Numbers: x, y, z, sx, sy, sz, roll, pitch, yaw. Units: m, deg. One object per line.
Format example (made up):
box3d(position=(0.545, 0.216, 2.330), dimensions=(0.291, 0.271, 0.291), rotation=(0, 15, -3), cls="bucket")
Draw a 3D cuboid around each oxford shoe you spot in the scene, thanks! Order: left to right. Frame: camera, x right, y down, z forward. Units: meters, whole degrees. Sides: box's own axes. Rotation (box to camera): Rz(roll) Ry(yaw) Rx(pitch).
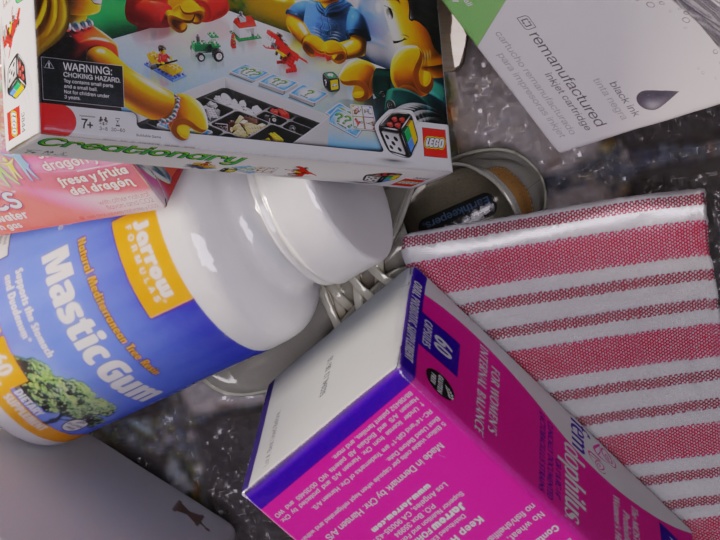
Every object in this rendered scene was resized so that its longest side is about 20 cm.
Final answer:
box3d(position=(0.000, 0.000, 0.925), dimensions=(0.199, 0.058, 0.075), rotation=(-28, 96, 9), cls="oxford shoe")

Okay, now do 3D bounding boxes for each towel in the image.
box3d(position=(0.106, 0.058, 0.909), dimensions=(0.146, 0.030, 0.201), rotation=(-8, 114, 8), cls="towel")

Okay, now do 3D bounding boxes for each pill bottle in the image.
box3d(position=(-0.089, -0.002, 0.883), dimensions=(0.199, 0.112, 0.112), rotation=(-25, 94, 23), cls="pill bottle")

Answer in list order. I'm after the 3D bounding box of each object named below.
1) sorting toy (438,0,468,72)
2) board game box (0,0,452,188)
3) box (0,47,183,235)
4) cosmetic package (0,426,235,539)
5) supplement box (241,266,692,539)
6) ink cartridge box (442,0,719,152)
box3d(position=(-0.035, -0.208, 0.895), dimensions=(0.199, 0.070, 0.200), rotation=(9, 98, 4), cls="sorting toy")
box3d(position=(-0.053, -0.105, 0.783), dimensions=(0.199, 0.035, 0.127), rotation=(3, 77, -35), cls="board game box")
box3d(position=(-0.172, -0.081, 0.856), dimensions=(0.199, 0.103, 0.095), rotation=(-7, 136, 32), cls="box")
box3d(position=(-0.189, 0.186, 0.904), dimensions=(0.166, 0.167, 0.200), rotation=(32, 103, 1), cls="cosmetic package")
box3d(position=(0.055, 0.113, 0.867), dimensions=(0.103, 0.101, 0.200), rotation=(-40, 107, 21), cls="supplement box")
box3d(position=(0.135, -0.149, 0.796), dimensions=(0.199, 0.084, 0.146), rotation=(-16, 126, 42), cls="ink cartridge box")
